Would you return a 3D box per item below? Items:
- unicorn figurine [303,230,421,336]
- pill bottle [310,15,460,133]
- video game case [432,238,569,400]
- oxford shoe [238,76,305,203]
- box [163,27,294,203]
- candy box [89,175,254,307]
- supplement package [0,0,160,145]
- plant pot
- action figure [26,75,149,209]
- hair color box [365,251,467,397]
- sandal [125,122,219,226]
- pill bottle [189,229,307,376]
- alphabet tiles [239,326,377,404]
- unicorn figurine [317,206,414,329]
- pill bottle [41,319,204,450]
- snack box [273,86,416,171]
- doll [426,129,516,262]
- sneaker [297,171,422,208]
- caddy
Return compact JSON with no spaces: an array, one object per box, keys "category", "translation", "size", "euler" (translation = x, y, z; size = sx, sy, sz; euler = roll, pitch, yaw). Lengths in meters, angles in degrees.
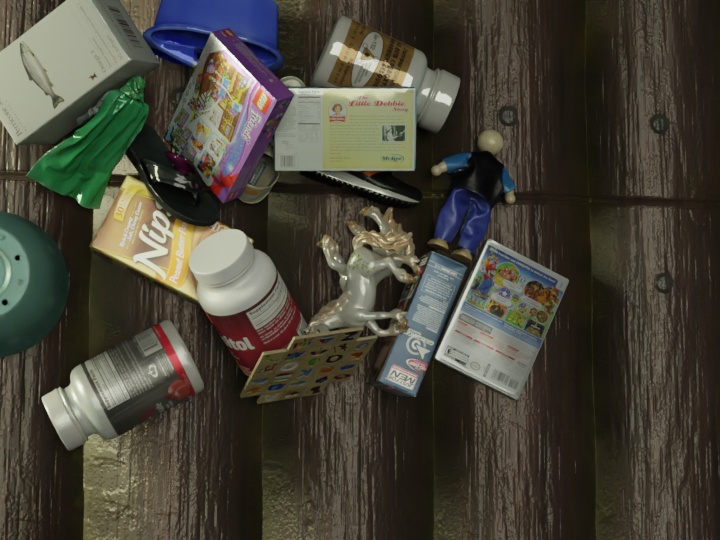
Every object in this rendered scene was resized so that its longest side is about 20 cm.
[{"category":"unicorn figurine","translation":[0.003,0.040,1.578],"size":[0.137,0.074,0.201],"euler":[12,76,9]},{"category":"pill bottle","translation":[0.038,-0.279,1.677],"size":[0.199,0.114,0.115],"euler":[23,80,-8]},{"category":"video game case","translation":[0.211,0.072,1.720],"size":[0.143,0.018,0.201],"euler":[27,80,-7]},{"category":"oxford shoe","translation":[-0.125,-0.190,1.665],"size":[0.075,0.058,0.201],"euler":[25,78,-6]},{"category":"box","translation":[-0.184,-0.209,1.576],"size":[0.137,0.200,0.039],"euler":[47,41,14]},{"category":"candy box","translation":[-0.265,-0.035,1.620],"size":[0.199,0.055,0.116],"euler":[27,78,-8]},{"category":"supplement package","translation":[-0.395,-0.271,1.556],"size":[0.200,0.117,0.117],"euler":[-34,91,13]},{"category":"plant pot","translation":[-0.491,0.010,1.517],"size":[0.199,0.161,0.202],"euler":[1,83,-11]},{"category":"action figure","translation":[-0.352,-0.184,1.570],"size":[0.118,0.055,0.200],"euler":[24,116,-42]},{"category":"hair color box","translation":[0.079,0.079,1.651],"size":[0.060,0.100,0.201],"euler":[24,79,-7]},{"category":"sandal","translation":[-0.268,-0.141,1.599],"size":[0.201,0.048,0.075],"euler":[48,44,15]},{"category":"pill bottle","translation":[-0.151,0.045,1.558],"size":[0.113,0.113,0.200],"euler":[-36,129,-13]},{"category":"alphabet tiles","translation":[-0.071,0.130,1.563],"size":[0.166,0.200,0.006],"euler":[-8,62,-25]},{"category":"unicorn figurine","translation":[0.000,0.000,1.652],"size":[0.200,0.074,0.138],"euler":[-36,88,-12]},{"category":"pill bottle","translation":[-0.322,0.159,1.558],"size":[0.199,0.111,0.111],"euler":[-28,89,-12]},{"category":"snack box","translation":[-0.022,-0.199,1.615],"size":[0.199,0.037,0.117],"euler":[0,102,-3]},{"category":"doll","translation":[0.164,-0.120,1.717],"size":[0.136,0.048,0.201],"euler":[24,80,-8]},{"category":"sneaker","translation":[0.005,-0.157,1.679],"size":[0.199,0.070,0.090],"euler":[18,84,-7]},{"category":"caddy","translation":[-0.204,-0.327,1.622],"size":[0.199,0.141,0.106],"euler":[9,79,-9]}]
